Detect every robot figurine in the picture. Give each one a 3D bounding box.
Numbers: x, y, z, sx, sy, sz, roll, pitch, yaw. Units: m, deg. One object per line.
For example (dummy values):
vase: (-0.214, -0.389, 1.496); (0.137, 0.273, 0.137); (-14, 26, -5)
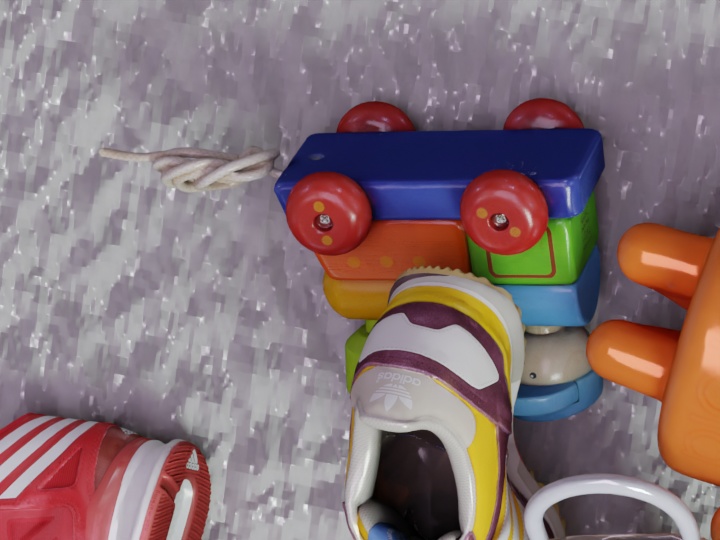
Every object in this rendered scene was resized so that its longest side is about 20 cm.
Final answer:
robot figurine: (0.187, 0.041, 1.118); (0.200, 0.144, 0.117); (17, 142, 12)

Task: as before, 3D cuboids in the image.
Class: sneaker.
sneaker: (-0.142, 0.156, 1.253); (0.115, 0.078, 0.200); (15, 80, 23)
sneaker: (0.030, 0.097, 1.153); (0.075, 0.090, 0.200); (6, 133, 24)

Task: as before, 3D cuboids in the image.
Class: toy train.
toy train: (0.000, 0.000, 1.189); (0.200, 0.085, 0.116); (0, 116, 18)

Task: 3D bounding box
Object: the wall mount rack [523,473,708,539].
wall mount rack: (0.077, 0.158, 1.137); (0.173, 0.075, 0.200); (-3, 142, 15)
